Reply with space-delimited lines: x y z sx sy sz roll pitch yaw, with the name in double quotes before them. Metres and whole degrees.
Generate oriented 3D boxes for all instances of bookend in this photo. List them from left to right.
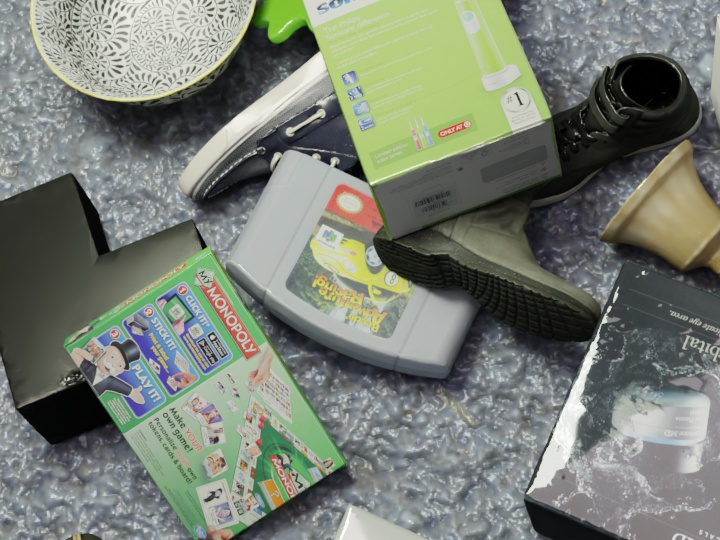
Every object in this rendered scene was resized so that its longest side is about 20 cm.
"bookend" -0.203 0.006 1.435 0.197 0.092 0.202 -22 65 -1

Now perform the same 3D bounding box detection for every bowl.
"bowl" -0.175 -0.216 1.516 0.198 0.094 0.203 -4 69 10

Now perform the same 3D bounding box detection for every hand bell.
"hand bell" 0.292 0.004 1.358 0.200 0.104 0.104 44 81 11

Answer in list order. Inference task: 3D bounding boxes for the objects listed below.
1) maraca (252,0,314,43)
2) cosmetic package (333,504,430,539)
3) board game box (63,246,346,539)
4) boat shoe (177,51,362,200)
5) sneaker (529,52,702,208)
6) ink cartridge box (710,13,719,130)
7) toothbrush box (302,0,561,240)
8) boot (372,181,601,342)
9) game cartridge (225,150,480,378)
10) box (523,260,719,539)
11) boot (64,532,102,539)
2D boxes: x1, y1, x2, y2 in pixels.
"maraca" -0.023 -0.272 1.494 0.136 0.107 0.201 -7 49 37
"cosmetic package" 0.047 0.290 1.218 0.198 0.167 0.169 24 75 6
"board game box" -0.118 0.102 1.350 0.134 0.029 0.201 -32 104 -1
"boat shoe" -0.053 -0.103 1.464 0.199 0.075 0.093 -39 84 6
"sneaker" 0.180 -0.117 1.409 0.198 0.099 0.071 -23 68 2
"ink cartridge box" 0.378 -0.161 1.362 0.198 0.146 0.086 -18 68 2
"toothbrush box" 0.053 -0.146 1.354 0.144 0.086 0.201 -21 60 1
"boot" 0.117 -0.036 1.355 0.199 0.068 0.131 24 65 23
"game cartridge" 0.000 0.000 1.399 0.198 0.041 0.134 25 69 4
"box" 0.249 0.130 1.290 0.195 0.118 0.202 21 75 17
"boot" -0.130 0.268 1.336 0.137 0.078 0.201 -28 80 -6
